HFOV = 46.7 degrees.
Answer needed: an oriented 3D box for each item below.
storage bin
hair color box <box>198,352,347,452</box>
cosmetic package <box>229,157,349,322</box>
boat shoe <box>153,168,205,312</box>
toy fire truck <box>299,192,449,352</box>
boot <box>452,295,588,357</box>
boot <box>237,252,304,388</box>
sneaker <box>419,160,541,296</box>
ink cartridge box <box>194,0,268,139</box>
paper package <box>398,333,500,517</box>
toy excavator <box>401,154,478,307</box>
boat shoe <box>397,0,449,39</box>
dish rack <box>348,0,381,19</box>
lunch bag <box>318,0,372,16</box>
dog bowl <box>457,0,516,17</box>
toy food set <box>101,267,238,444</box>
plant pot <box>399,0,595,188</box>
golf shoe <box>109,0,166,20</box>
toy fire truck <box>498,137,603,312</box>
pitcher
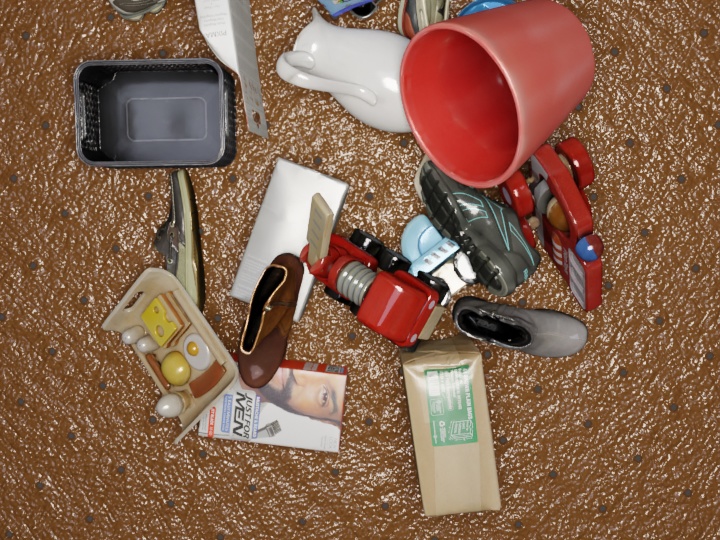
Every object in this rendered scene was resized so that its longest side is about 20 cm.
[{"bbox_3d":[-0.273,-0.208,1.128,0.197,0.094,0.137,-1,95,2],"label":"storage bin"},{"bbox_3d":[-0.121,0.183,1.171,0.197,0.064,0.113,6,94,0],"label":"hair color box"},{"bbox_3d":[-0.095,-0.043,1.142,0.106,0.090,0.202,22,92,-1],"label":"cosmetic package"},{"bbox_3d":[-0.254,-0.037,1.151,0.064,0.073,0.203,-4,95,-3],"label":"boat shoe"},{"bbox_3d":[0.000,0.000,1.016,0.175,0.199,0.130,35,101,30],"label":"toy fire truck"},{"bbox_3d":[0.218,0.085,1.118,0.197,0.132,0.071,8,94,1],"label":"boot"},{"bbox_3d":[-0.113,0.075,1.011,0.068,0.200,0.190,25,97,-3],"label":"boot"},{"bbox_3d":[0.149,-0.062,1.061,0.079,0.076,0.201,-30,78,-20],"label":"sneaker"},{"bbox_3d":[-0.166,-0.275,1.084,0.056,0.163,0.203,-4,95,3],"label":"ink cartridge box"},{"bbox_3d":[0.115,0.198,1.101,0.102,0.191,0.203,-8,93,1],"label":"paper package"},{"bbox_3d":[0.104,-0.067,1.135,0.194,0.100,0.201,-38,84,3],"label":"toy excavator"},{"bbox_3d":[0.094,-0.395,1.085,0.070,0.062,0.203,-9,119,-32],"label":"boat shoe"},{"bbox_3d":[0.017,-0.453,1.119,0.153,0.055,0.200,44,94,-3],"label":"dish rack"},{"bbox_3d":[0.028,-0.389,0.988,0.197,0.150,0.096,-4,82,19],"label":"lunch bag"},{"bbox_3d":[0.189,-0.265,1.132,0.110,0.050,0.203,-17,95,3],"label":"dog bowl"},{"bbox_3d":[-0.263,0.115,1.125,0.143,0.060,0.201,-44,76,32],"label":"toy food set"},{"bbox_3d":[0.174,-0.228,1.004,0.176,0.200,0.202,-33,94,-28],"label":"plant pot"},{"bbox_3d":[-0.250,-0.407,1.111,0.199,0.094,0.078,-37,92,3],"label":"golf shoe"},{"bbox_3d":[0.261,-0.059,1.067,0.111,0.201,0.169,-25,55,-3],"label":"toy fire truck"},{"bbox_3d":[-0.002,-0.249,1.081,0.198,0.172,0.122,25,128,1],"label":"pitcher"}]
